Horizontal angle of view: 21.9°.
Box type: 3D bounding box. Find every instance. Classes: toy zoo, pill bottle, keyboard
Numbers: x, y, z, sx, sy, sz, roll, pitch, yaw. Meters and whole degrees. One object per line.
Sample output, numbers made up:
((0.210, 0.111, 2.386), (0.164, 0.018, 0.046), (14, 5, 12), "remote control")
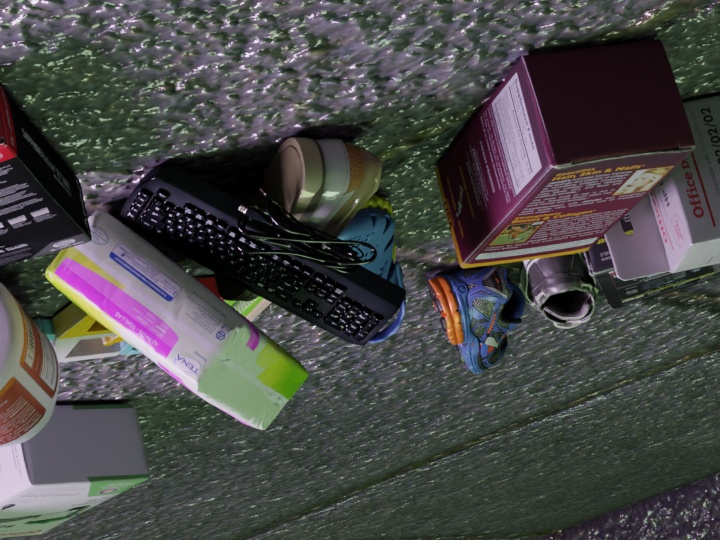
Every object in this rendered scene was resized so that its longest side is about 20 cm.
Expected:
((-0.179, 0.041, 1.564), (0.200, 0.020, 0.131), (-6, 161, -28), "toy zoo")
((-0.292, 0.074, 1.414), (0.112, 0.112, 0.200), (-14, 163, -2), "pill bottle")
((-0.069, -0.006, 1.287), (0.200, 0.040, 0.104), (27, 140, -10), "keyboard")

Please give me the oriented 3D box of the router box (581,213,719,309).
((0.298, -0.035, 1.654), (0.200, 0.062, 0.150), (-17, 164, 9), "router box")

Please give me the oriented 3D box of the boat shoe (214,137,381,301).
((-0.048, -0.030, 1.351), (0.068, 0.075, 0.200), (0, 158, -26), "boat shoe")

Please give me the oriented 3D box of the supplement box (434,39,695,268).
((0.141, -0.079, 1.332), (0.110, 0.086, 0.200), (-8, 163, -19), "supplement box")

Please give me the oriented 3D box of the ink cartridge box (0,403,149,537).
((-0.329, 0.202, 1.849), (0.146, 0.084, 0.200), (2, 156, -44), "ink cartridge box")

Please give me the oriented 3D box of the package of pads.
((-0.135, 0.039, 1.377), (0.068, 0.154, 0.200), (-53, 162, -4), "package of pads")

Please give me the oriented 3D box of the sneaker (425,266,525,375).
((0.120, 0.045, 1.750), (0.078, 0.075, 0.200), (-20, 165, 7), "sneaker")

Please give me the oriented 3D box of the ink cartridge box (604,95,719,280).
((0.283, -0.071, 1.430), (0.200, 0.115, 0.068), (-12, 163, -9), "ink cartridge box")

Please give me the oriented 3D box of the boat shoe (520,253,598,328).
((0.185, 0.020, 1.735), (0.071, 0.064, 0.200), (-17, 163, 8), "boat shoe")

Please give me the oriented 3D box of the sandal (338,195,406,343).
((0.000, 0.000, 1.475), (0.079, 0.087, 0.200), (-15, 162, 8), "sandal")

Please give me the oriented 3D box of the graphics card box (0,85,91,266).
((-0.252, -0.050, 1.155), (0.125, 0.051, 0.200), (-16, 162, 3), "graphics card box")
